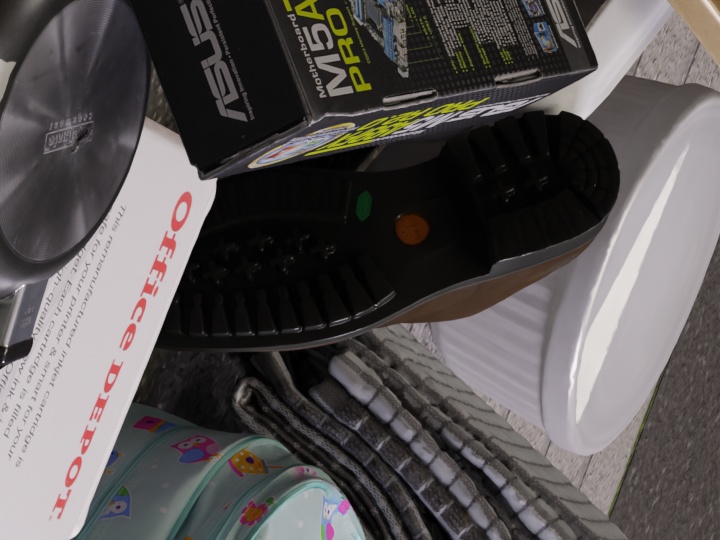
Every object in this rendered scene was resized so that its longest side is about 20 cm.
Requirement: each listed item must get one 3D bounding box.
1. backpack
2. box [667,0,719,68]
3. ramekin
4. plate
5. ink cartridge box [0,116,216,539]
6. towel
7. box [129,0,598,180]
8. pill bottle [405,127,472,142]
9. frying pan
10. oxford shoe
[{"bbox_3d":[-0.085,0.152,1.043,0.201,0.126,0.167,-60,155,-30],"label":"backpack"},{"bbox_3d":[0.133,-0.176,1.100,0.200,0.021,0.164,46,44,-39],"label":"box"},{"bbox_3d":[0.112,-0.013,1.422,0.203,0.094,0.203,-53,156,-36],"label":"ramekin"},{"bbox_3d":[0.069,-0.077,1.172,0.200,0.032,0.200,-35,-168,46],"label":"plate"},{"bbox_3d":[-0.136,0.001,0.816,0.146,0.084,0.200,-67,159,-2],"label":"ink cartridge box"},{"bbox_3d":[0.032,0.099,1.163,0.086,0.200,0.166,-48,170,2],"label":"towel"},{"bbox_3d":[-0.020,-0.134,0.789,0.160,0.044,0.201,-16,83,-55],"label":"box"},{"bbox_3d":[0.048,-0.154,1.099,0.200,0.104,0.105,-57,157,-29],"label":"pill bottle"},{"bbox_3d":[-0.102,-0.007,0.740,0.115,0.031,0.191,29,79,-67],"label":"frying pan"},{"bbox_3d":[0.000,0.000,1.058,0.085,0.199,0.073,98,-19,-69],"label":"oxford shoe"}]
